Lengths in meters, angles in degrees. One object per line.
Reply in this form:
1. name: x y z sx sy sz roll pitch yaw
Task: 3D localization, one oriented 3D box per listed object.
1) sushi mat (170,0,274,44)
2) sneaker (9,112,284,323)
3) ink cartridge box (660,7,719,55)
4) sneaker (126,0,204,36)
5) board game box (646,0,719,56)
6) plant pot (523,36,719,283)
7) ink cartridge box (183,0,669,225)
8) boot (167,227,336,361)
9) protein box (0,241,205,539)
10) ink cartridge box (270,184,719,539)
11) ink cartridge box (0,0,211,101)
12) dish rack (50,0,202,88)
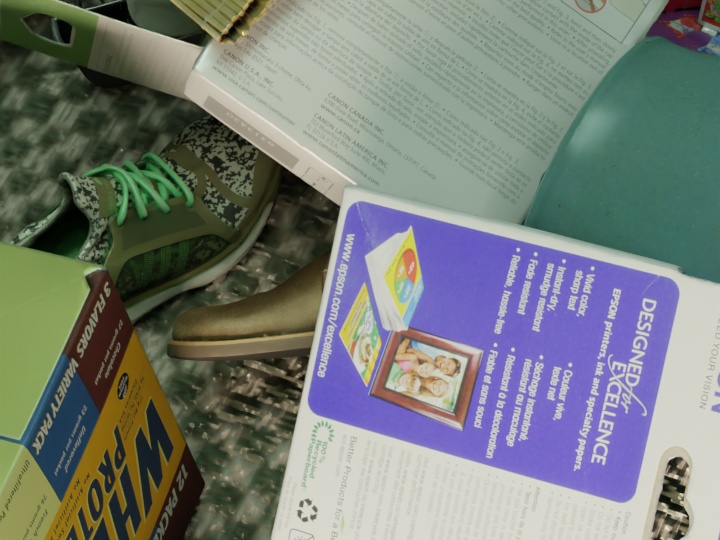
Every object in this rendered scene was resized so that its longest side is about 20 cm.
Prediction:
1. sushi mat: -0.077 -0.175 1.173 0.096 0.012 0.200 -45 44 -3
2. sneaker: -0.117 -0.025 1.285 0.077 0.089 0.200 38 71 28
3. ink cartridge box: 0.117 -0.086 1.286 0.200 0.042 0.119 38 72 26
4. sneaker: -0.073 -0.223 1.329 0.078 0.100 0.201 6 58 16
5. board game box: 0.163 -0.169 1.302 0.199 0.039 0.158 22 38 12
6. plant pot: 0.177 -0.003 1.134 0.188 0.200 0.200 29 67 17
7. ink cartridge box: 0.040 -0.116 1.159 0.161 0.050 0.200 35 75 -3
8. boot: 0.000 0.000 1.243 0.199 0.074 0.076 -13 92 -6
9. protein box: -0.202 0.084 1.166 0.198 0.200 0.135 13 62 18
10. ink cartridge box: 0.066 0.082 1.071 0.199 0.043 0.199 15 97 26
11. ink cartridge box: -0.073 -0.109 1.235 0.199 0.146 0.048 21 82 -6
12. dish rack: -0.101 -0.195 1.409 0.153 0.055 0.201 -15 57 0
